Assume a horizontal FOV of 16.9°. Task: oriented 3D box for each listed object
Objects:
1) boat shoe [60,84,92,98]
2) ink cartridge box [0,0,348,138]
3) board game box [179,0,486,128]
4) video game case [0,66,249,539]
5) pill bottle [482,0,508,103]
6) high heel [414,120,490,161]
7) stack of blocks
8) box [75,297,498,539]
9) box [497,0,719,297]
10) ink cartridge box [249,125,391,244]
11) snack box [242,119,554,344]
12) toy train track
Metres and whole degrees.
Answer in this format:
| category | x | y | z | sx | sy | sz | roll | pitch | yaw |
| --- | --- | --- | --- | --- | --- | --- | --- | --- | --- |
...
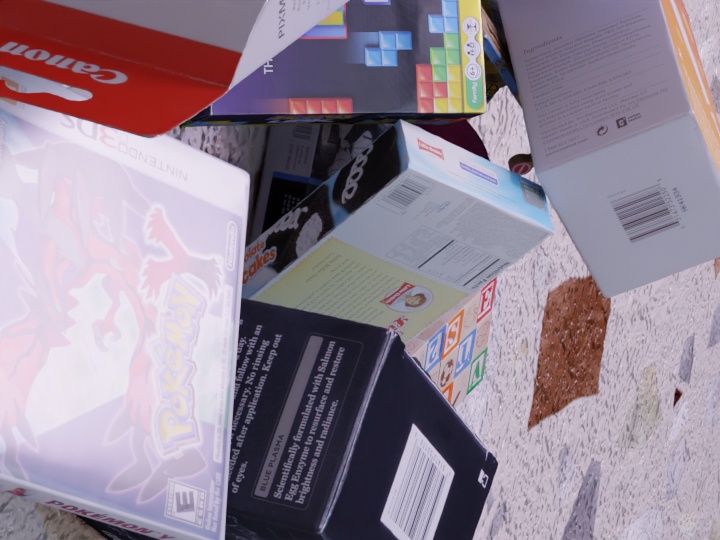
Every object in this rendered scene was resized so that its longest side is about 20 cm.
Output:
| category | x | y | z | sx | sy | sz | roll | pitch | yaw |
| --- | --- | --- | --- | --- | --- | --- | --- | --- | --- |
| boat shoe | -0.171 | -0.017 | 1.193 | 0.074 | 0.060 | 0.201 | 36 | 51 | -15 |
| ink cartridge box | -0.114 | -0.136 | 1.147 | 0.200 | 0.161 | 0.050 | -41 | 142 | -54 |
| board game box | -0.020 | -0.180 | 1.304 | 0.164 | 0.057 | 0.201 | -3 | 88 | -26 |
| video game case | -0.127 | 0.017 | 1.161 | 0.182 | 0.023 | 0.201 | 24 | 62 | -43 |
| pill bottle | 0.009 | -0.151 | 1.459 | 0.200 | 0.111 | 0.113 | 11 | 89 | -65 |
| high heel | 0.001 | -0.021 | 1.477 | 0.096 | 0.200 | 0.067 | 56 | 33 | 1 |
| stack of blocks | 0.019 | 0.081 | 1.611 | 0.200 | 0.058 | 0.116 | -41 | 145 | -53 |
| box | -0.056 | 0.102 | 1.316 | 0.197 | 0.199 | 0.118 | 52 | 54 | -58 |
| box | 0.152 | -0.107 | 1.441 | 0.125 | 0.097 | 0.201 | 55 | 19 | -45 |
| ink cartridge box | -0.004 | -0.050 | 1.560 | 0.200 | 0.039 | 0.100 | 10 | 90 | -66 |
| snack box | 0.000 | 0.000 | 1.381 | 0.116 | 0.200 | 0.037 | 22 | 43 | -38 |
| toy train track | 0.080 | -0.112 | 1.447 | 0.200 | 0.032 | 0.115 | 51 | 23 | -53 |
